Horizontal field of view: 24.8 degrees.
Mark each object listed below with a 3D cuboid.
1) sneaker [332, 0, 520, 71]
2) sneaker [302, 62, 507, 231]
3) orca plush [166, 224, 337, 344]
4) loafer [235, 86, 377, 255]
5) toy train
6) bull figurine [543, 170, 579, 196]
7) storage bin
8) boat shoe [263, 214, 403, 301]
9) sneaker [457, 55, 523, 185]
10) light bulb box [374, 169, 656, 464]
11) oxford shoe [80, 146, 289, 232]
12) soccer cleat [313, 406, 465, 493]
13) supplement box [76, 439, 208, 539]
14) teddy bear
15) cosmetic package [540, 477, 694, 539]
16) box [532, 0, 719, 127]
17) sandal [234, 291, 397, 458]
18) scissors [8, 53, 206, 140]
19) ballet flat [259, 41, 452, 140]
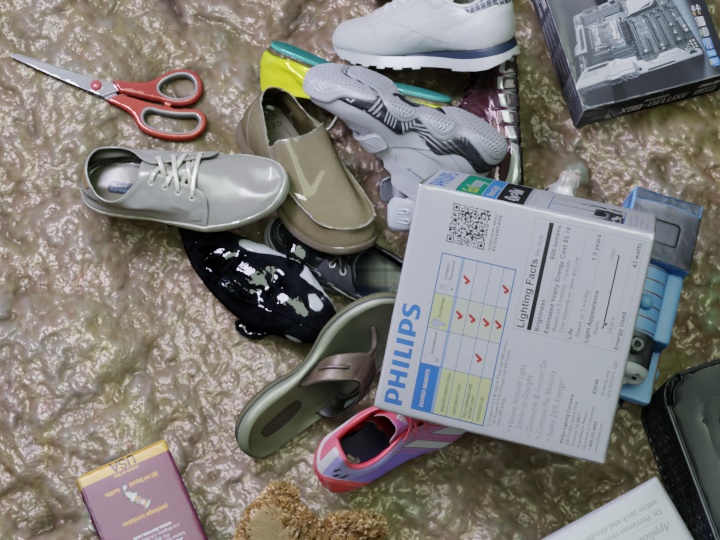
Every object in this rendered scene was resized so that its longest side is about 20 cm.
[{"bbox_3d":[0.059,-0.237,1.551,0.198,0.081,0.076,3,29,31],"label":"sneaker"},{"bbox_3d":[0.026,-0.105,1.487,0.198,0.075,0.116,20,113,-16],"label":"sneaker"},{"bbox_3d":[-0.107,-0.004,1.494,0.105,0.071,0.201,-41,79,16],"label":"orca plush"},{"bbox_3d":[-0.053,-0.094,1.513,0.076,0.068,0.200,-24,56,-29],"label":"loafer"},{"bbox_3d":[0.252,0.027,1.507,0.086,0.114,0.202,17,73,1],"label":"toy train"},{"bbox_3d":[0.163,-0.002,1.518,0.065,0.121,0.201,38,80,-17],"label":"bull figurine"},{"bbox_3d":[0.352,0.182,1.481,0.134,0.094,0.202,-16,75,-9],"label":"storage bin"},{"bbox_3d":[0.000,0.000,1.521,0.199,0.066,0.070,33,74,6],"label":"boat shoe"},{"bbox_3d":[0.095,-0.154,1.573,0.114,0.076,0.202,-3,70,3],"label":"sneaker"},{"bbox_3d":[0.133,0.034,1.384,0.198,0.125,0.201,13,101,9],"label":"light bulb box"},{"bbox_3d":[-0.163,-0.079,1.480,0.197,0.058,0.076,3,64,11],"label":"oxford shoe"},{"bbox_3d":[0.044,0.134,1.467,0.199,0.077,0.067,-27,76,-25],"label":"soccer cleat"},{"bbox_3d":[-0.166,0.261,1.409,0.085,0.110,0.202,-23,77,-11],"label":"supplement box"},{"bbox_3d":[-0.023,0.271,1.448,0.198,0.067,0.147,15,78,-7],"label":"teddy bear"},{"bbox_3d":[0.216,0.313,1.394,0.166,0.167,0.202,-25,76,-11],"label":"cosmetic package"},{"bbox_3d":[0.258,-0.258,1.626,0.156,0.050,0.202,-14,75,-8],"label":"box"},{"bbox_3d":[-0.024,0.103,1.474,0.201,0.080,0.057,-44,43,-2],"label":"sandal"},{"bbox_3d":[-0.245,-0.168,1.580,0.197,0.014,0.074,6,75,-4],"label":"scissors"},{"bbox_3d":[-0.008,-0.160,1.562,0.198,0.067,0.068,19,103,16],"label":"ballet flat"}]
